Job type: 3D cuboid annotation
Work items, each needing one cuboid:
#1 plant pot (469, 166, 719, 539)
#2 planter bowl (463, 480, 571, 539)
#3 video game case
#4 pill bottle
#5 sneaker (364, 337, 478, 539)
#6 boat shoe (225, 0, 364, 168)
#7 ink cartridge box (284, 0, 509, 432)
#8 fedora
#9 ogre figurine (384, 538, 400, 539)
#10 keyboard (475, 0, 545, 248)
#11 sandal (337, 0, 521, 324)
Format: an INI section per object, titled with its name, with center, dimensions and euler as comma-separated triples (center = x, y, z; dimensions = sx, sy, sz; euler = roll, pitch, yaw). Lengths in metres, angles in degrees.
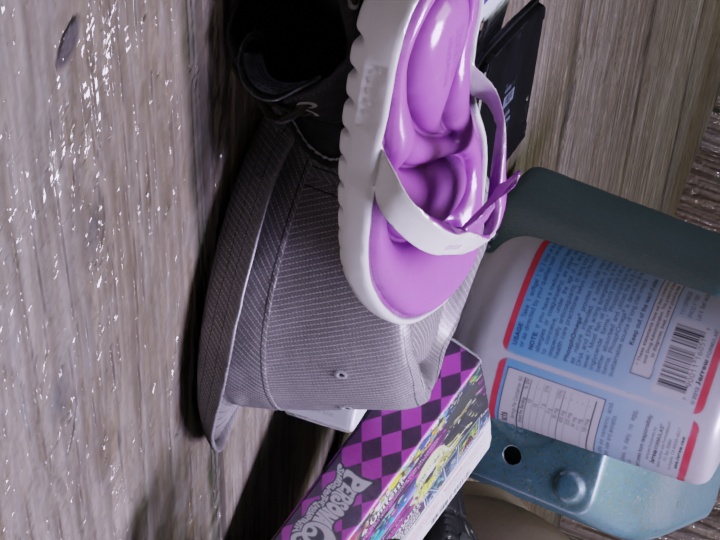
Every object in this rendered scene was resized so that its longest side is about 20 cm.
[plant pot]
center = 0.141, 0.066, 1.888
dimensions = 0.200, 0.196, 0.196
euler = -24, 133, -67
[planter bowl]
center = 0.062, 0.215, 1.759
dimensions = 0.135, 0.199, 0.201
euler = -103, -161, -50
[video game case]
center = -0.006, 0.136, 1.442
dimensions = 0.200, 0.036, 0.181
euler = -53, 167, -10
[pill bottle]
center = 0.123, 0.044, 1.672
dimensions = 0.109, 0.199, 0.109
euler = 19, 90, -81
[sneaker]
center = 0.017, 0.112, 1.589
dimensions = 0.076, 0.090, 0.201
euler = 34, 53, -66
[boat shoe]
center = -0.018, -0.087, 1.022
dimensions = 0.066, 0.070, 0.200
euler = -48, 164, -24
[ink cartridge box]
center = 0.021, -0.048, 1.387
dimensions = 0.200, 0.040, 0.201
euler = -52, 158, -69
[fedora]
center = 0.000, 0.000, 1.198
dimensions = 0.200, 0.090, 0.177
euler = 92, 19, -61
[ogre figurine]
center = -0.061, 0.177, 1.154
dimensions = 0.200, 0.098, 0.120
euler = -45, 163, -54
[keyboard]
center = 0.060, -0.062, 1.413
dimensions = 0.200, 0.021, 0.128
euler = -46, 146, -72
[sandal]
center = 0.030, -0.038, 1.040
dimensions = 0.083, 0.050, 0.203
euler = -50, 155, -24
